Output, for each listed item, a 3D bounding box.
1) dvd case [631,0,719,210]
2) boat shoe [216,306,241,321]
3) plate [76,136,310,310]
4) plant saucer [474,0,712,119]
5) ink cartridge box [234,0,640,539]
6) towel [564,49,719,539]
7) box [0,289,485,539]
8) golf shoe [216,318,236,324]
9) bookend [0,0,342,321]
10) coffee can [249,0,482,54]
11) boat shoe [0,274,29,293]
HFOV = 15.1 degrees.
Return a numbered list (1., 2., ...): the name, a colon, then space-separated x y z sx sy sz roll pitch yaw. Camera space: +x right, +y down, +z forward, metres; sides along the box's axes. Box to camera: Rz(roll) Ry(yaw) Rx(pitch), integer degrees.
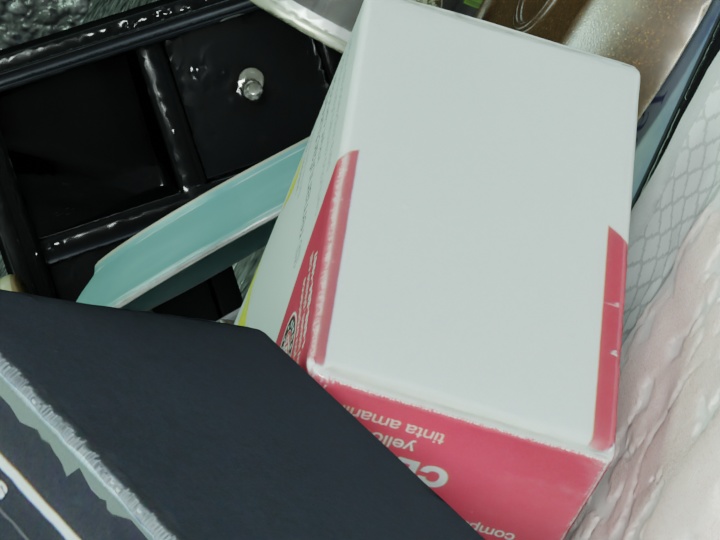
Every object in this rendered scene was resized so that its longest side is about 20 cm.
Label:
1. dvd case: 0.077 -0.040 0.916 0.143 0.018 0.200 -64 13 -8
2. boat shoe: -0.092 0.056 1.083 0.200 0.069 0.072 -21 10 27
3. plate: -0.043 -0.024 1.102 0.200 0.026 0.200 -30 0 0
4. plant saucer: 0.078 -0.099 0.923 0.200 0.032 0.200 -57 13 22
5. ink cartridge box: 0.004 0.046 0.770 0.200 0.083 0.145 114 168 -46
6. towel: 0.105 -0.004 0.698 0.200 0.032 0.191 -60 13 18
7. box: -0.044 0.141 0.587 0.200 0.123 0.198 42 110 33
8. golf shoe: -0.073 0.112 0.884 0.200 0.073 0.092 -61 1 -41
9. bookend: -0.073 -0.030 1.278 0.092 0.199 0.200 -151 44 -78
10. coffee can: 0.029 -0.195 1.136 0.200 0.146 0.146 -60 13 13
11. boat shoe: -0.163 0.063 1.187 0.200 0.065 0.072 110 139 -68
